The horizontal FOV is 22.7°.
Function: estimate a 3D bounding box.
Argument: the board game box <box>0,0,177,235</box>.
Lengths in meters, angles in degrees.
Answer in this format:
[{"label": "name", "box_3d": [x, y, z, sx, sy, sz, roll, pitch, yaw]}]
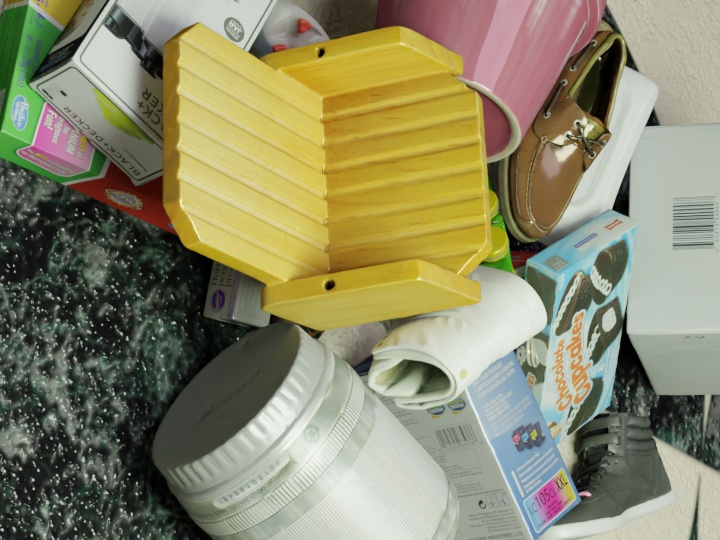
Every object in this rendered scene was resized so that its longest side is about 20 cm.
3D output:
[{"label": "board game box", "box_3d": [-0.182, -0.129, 1.348, 0.199, 0.040, 0.154, 24, 63, -36]}]

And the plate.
[{"label": "plate", "box_3d": [0.155, -0.135, 1.580, 0.199, 0.032, 0.201, 28, 68, -7]}]

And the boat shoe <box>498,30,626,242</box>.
[{"label": "boat shoe", "box_3d": [0.173, -0.120, 1.514, 0.072, 0.068, 0.201, 32, 64, -38]}]

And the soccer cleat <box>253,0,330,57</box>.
[{"label": "soccer cleat", "box_3d": [-0.028, -0.151, 1.485, 0.069, 0.078, 0.200, -41, 126, -4]}]

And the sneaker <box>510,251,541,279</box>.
[{"label": "sneaker", "box_3d": [0.146, 0.006, 1.594, 0.200, 0.085, 0.078, 0, 110, -61]}]

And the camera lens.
[{"label": "camera lens", "box_3d": [-0.036, 0.158, 1.321, 0.200, 0.159, 0.160, 49, 51, -22]}]

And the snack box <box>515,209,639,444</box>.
[{"label": "snack box", "box_3d": [0.183, 0.057, 1.556, 0.116, 0.037, 0.201, -30, 137, -38]}]

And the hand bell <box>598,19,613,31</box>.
[{"label": "hand bell", "box_3d": [0.128, -0.193, 1.642, 0.199, 0.104, 0.105, 5, 75, -28]}]

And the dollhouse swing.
[{"label": "dollhouse swing", "box_3d": [-0.021, -0.086, 1.262, 0.176, 0.180, 0.201, 45, 39, -60]}]

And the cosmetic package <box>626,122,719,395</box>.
[{"label": "cosmetic package", "box_3d": [0.320, -0.006, 1.670, 0.200, 0.122, 0.201, 49, 42, -63]}]

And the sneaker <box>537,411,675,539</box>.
[{"label": "sneaker", "box_3d": [0.207, 0.184, 1.606, 0.199, 0.070, 0.100, -12, 85, -50]}]

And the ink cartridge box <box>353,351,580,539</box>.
[{"label": "ink cartridge box", "box_3d": [0.072, 0.123, 1.448, 0.076, 0.136, 0.201, -34, 102, -44]}]

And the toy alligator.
[{"label": "toy alligator", "box_3d": [0.100, 0.000, 1.473, 0.059, 0.054, 0.201, 72, 5, -53]}]

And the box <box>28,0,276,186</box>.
[{"label": "box", "box_3d": [-0.145, -0.176, 1.326, 0.117, 0.060, 0.201, 45, 52, -24]}]

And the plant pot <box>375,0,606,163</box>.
[{"label": "plant pot", "box_3d": [0.092, -0.195, 1.453, 0.200, 0.199, 0.180, 36, 58, -30]}]

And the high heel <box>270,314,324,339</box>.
[{"label": "high heel", "box_3d": [0.000, 0.000, 1.476, 0.199, 0.071, 0.144, 5, 88, -46]}]

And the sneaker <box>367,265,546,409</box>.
[{"label": "sneaker", "box_3d": [0.032, 0.042, 1.339, 0.115, 0.199, 0.074, -38, 115, -27]}]

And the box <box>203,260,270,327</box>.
[{"label": "box", "box_3d": [-0.079, -0.057, 1.391, 0.041, 0.039, 0.202, 15, 83, -44]}]
